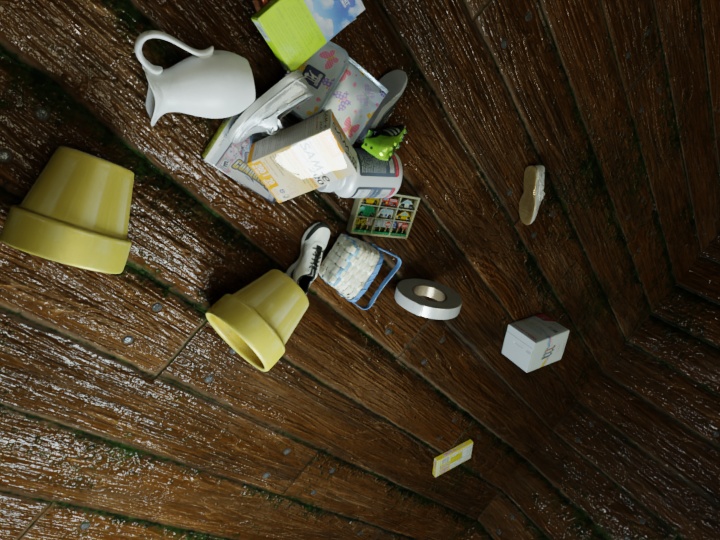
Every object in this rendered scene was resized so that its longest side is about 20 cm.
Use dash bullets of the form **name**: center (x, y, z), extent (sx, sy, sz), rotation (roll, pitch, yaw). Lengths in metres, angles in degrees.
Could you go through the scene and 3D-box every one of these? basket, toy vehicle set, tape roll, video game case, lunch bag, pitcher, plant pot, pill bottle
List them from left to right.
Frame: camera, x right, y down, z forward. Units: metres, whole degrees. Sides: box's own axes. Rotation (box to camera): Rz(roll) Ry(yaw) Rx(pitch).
- **plant pot**: center (-0.506, -0.113, 0.919), extent (0.200, 0.200, 0.190), rotation (20, 88, -40)
- **pitcher**: center (-0.305, -0.364, 0.945), extent (0.199, 0.121, 0.172), rotation (-15, 145, -20)
- **video game case**: center (-0.222, -0.271, 1.128), extent (0.200, 0.025, 0.181), rotation (31, 95, -42)
- **plant pot**: center (-0.234, 0.106, 1.226), extent (0.189, 0.200, 0.201), rotation (-48, 134, -24)
- **lunch bag**: center (-0.070, -0.384, 1.106), extent (0.200, 0.127, 0.170), rotation (34, 93, -28)
- **pill bottle**: center (-0.009, -0.237, 1.234), extent (0.199, 0.120, 0.120), rotation (-5, 118, -33)
- **basket**: center (0.000, 0.000, 1.358), extent (0.200, 0.139, 0.177), rotation (33, 95, -34)
- **toy vehicle set**: center (0.064, -0.155, 1.392), extent (0.199, 0.027, 0.125), rotation (2, 114, -36)
- **tape roll**: center (0.200, 0.082, 1.506), extent (0.202, 0.203, 0.037), rotation (-4, 118, -33)

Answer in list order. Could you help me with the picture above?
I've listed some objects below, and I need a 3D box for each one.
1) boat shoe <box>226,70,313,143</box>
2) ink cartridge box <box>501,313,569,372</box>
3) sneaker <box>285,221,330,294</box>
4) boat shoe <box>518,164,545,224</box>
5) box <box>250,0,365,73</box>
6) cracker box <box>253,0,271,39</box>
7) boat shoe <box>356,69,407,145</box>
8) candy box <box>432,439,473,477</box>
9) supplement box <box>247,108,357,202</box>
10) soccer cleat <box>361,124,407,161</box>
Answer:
- **boat shoe**: center (-0.182, -0.317, 1.035), extent (0.200, 0.072, 0.069), rotation (-39, 100, 5)
- **ink cartridge box**: center (0.683, 0.281, 1.993), extent (0.199, 0.145, 0.145), rotation (-11, 121, -29)
- **sneaker**: center (-0.123, -0.027, 1.301), extent (0.074, 0.080, 0.201), rotation (18, 103, -38)
- **boat shoe**: center (0.573, -0.247, 1.666), extent (0.069, 0.071, 0.201), rotation (-14, 121, -26)
- **box**: center (-0.099, -0.501, 0.990), extent (0.200, 0.048, 0.122), rotation (-43, 132, -5)
- **cracker box**: center (-0.115, -0.556, 1.019), extent (0.200, 0.058, 0.134), rotation (-29, 129, -19)
- **boat shoe**: center (0.046, -0.391, 1.228), extent (0.200, 0.069, 0.057), rotation (-54, 159, 2)
- **candy box**: center (0.395, 0.799, 2.166), extent (0.199, 0.026, 0.103), rotation (-16, 126, -27)
- **supplement box**: center (-0.121, -0.239, 1.083), extent (0.199, 0.074, 0.126), rotation (-18, 136, 19)
- **soccer cleat**: center (0.058, -0.315, 1.204), extent (0.081, 0.200, 0.068), rotation (27, 120, 2)
